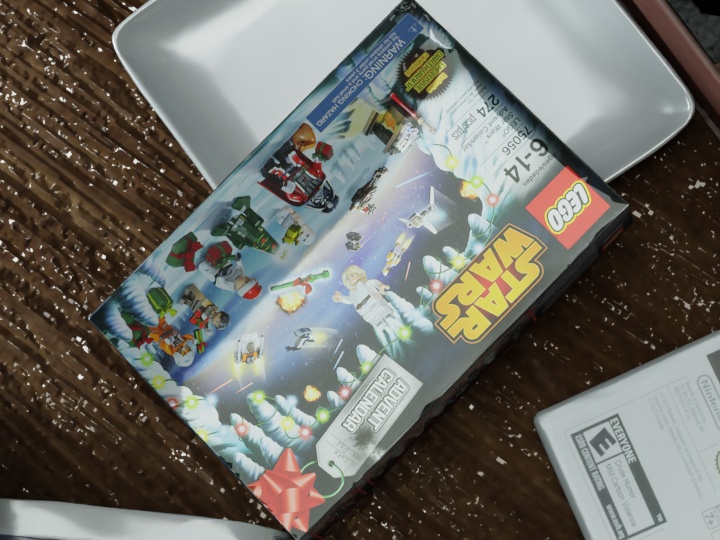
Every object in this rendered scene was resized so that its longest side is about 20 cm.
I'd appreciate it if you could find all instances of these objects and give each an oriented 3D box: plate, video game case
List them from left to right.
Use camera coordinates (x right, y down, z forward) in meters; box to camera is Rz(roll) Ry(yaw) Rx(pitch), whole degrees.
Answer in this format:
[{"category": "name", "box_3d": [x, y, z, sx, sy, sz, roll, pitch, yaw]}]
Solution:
[{"category": "plate", "box_3d": [0.018, -0.086, 0.977, 0.199, 0.032, 0.200, -36, 74, 1]}, {"category": "video game case", "box_3d": [0.194, 0.115, 0.906, 0.181, 0.023, 0.201, -25, 74, 5]}]

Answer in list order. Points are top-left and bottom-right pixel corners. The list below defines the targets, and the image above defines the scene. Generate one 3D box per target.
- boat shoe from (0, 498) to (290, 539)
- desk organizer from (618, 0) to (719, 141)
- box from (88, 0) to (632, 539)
[{"category": "boat shoe", "box_3d": [-0.129, 0.138, 0.939, 0.199, 0.072, 0.066, 5, 76, 4]}, {"category": "desk organizer", "box_3d": [0.161, -0.118, 0.935, 0.072, 0.077, 0.200, -35, 74, 1]}, {"category": "box", "box_3d": [0.000, 0.000, 0.926, 0.137, 0.040, 0.200, 44, 89, 14]}]
